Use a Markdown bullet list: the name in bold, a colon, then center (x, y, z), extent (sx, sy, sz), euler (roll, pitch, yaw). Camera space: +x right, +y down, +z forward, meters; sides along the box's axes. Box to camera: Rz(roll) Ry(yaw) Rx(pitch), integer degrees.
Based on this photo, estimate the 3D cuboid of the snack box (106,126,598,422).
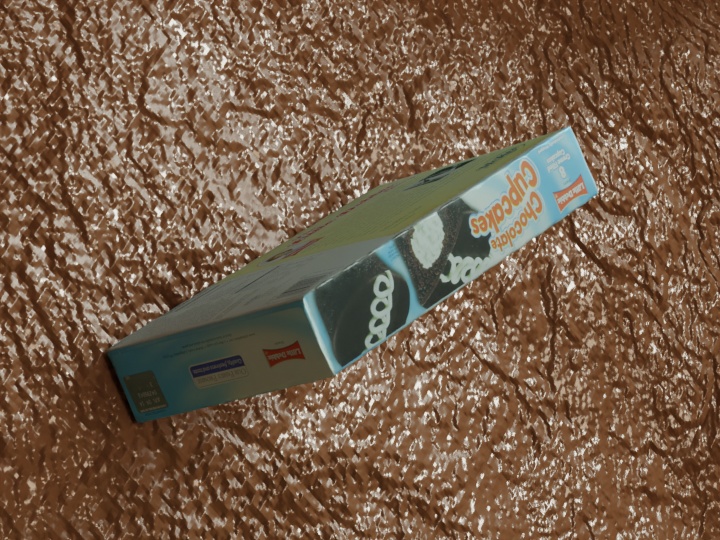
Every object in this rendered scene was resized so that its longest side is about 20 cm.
- **snack box**: center (0.000, 0.000, 1.104), extent (0.200, 0.116, 0.037), euler (-33, 103, -47)
